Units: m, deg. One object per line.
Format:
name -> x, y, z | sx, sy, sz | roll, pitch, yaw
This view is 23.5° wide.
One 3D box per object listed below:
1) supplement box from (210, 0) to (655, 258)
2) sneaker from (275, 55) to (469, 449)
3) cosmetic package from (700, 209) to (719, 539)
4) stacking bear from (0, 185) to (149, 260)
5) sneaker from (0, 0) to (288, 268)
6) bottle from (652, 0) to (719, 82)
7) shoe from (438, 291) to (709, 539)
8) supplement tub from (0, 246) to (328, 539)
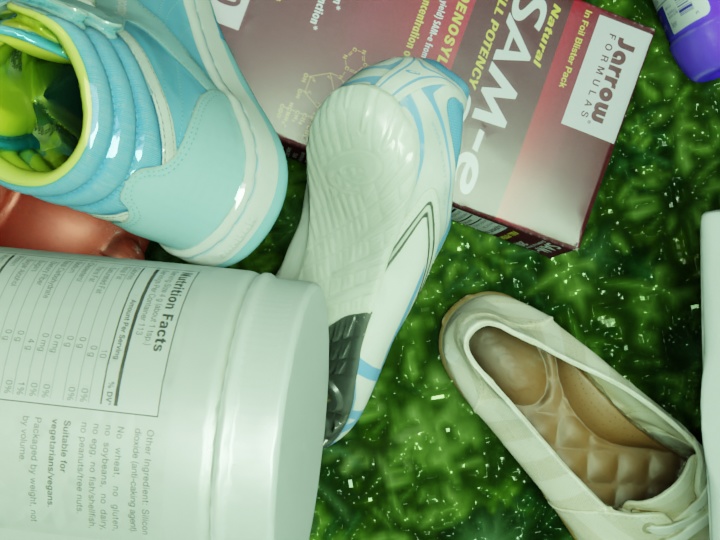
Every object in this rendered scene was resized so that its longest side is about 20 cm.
supplement box -> 0.018, -0.090, 0.779 | 0.200, 0.061, 0.109 | 20, 86, -4
sneaker -> 0.000, 0.000, 0.734 | 0.072, 0.200, 0.072 | 39, 40, 25
cosmetic package -> 0.253, 0.055, 0.696 | 0.165, 0.200, 0.165 | -4, 87, 36
stacking bear -> -0.182, -0.050, 0.739 | 0.200, 0.121, 0.114 | 32, 84, -12
sneaker -> -0.117, -0.093, 0.682 | 0.080, 0.130, 0.200 | -51, 50, 17
bottle -> 0.144, -0.188, 0.785 | 0.065, 0.084, 0.200 | -21, 88, -3
shoe -> 0.113, 0.088, 0.780 | 0.200, 0.053, 0.070 | 43, 84, -2
supplement tub -> -0.119, 0.058, 0.669 | 0.200, 0.132, 0.132 | 6, 86, 6
